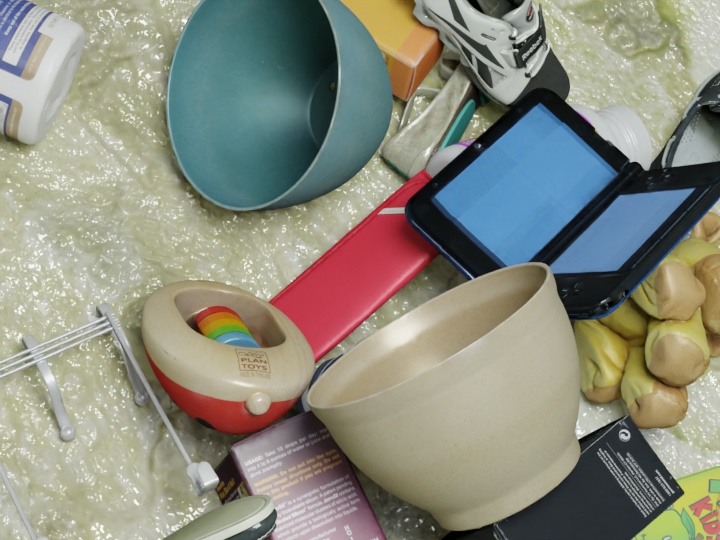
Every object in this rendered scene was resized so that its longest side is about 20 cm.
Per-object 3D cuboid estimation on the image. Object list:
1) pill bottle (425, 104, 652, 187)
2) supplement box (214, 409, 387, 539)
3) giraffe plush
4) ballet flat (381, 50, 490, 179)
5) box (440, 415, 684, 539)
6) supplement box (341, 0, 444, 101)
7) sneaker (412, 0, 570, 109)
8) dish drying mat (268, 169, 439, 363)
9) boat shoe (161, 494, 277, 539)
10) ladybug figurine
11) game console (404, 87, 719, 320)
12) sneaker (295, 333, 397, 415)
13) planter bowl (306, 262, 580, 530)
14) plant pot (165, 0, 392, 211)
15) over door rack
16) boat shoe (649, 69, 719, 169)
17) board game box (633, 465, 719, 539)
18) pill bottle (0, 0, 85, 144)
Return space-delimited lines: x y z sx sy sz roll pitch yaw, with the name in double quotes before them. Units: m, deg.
"pill bottle" 0.161 -0.085 1.324 0.199 0.104 0.105 -22 77 -28
"supplement box" -0.034 0.223 1.169 0.085 0.110 0.201 -21 77 -20
"giraffe plush" 0.276 0.029 1.310 0.161 0.173 0.200 -7 37 -27
"ballet flat" 0.086 -0.167 1.365 0.062 0.068 0.200 27 64 18
"box" 0.143 0.202 1.170 0.141 0.200 0.079 -32 83 -21
"supplement box" -0.022 -0.238 1.346 0.200 0.069 0.067 33 66 7
"sneaker" 0.128 -0.205 1.298 0.200 0.088 0.074 36 68 -30
"dish drying mat" 0.000 0.000 1.261 0.200 0.018 0.077 -41 59 -4
"boat shoe" -0.132 0.233 1.121 0.199 0.075 0.066 -30 95 20
"ladybug figurine" -0.109 0.071 1.183 0.135 0.200 0.072 7 109 -20
"game console" 0.168 -0.062 1.190 0.200 0.170 0.119 -43 111 -29
"sneaker" 0.031 0.091 1.263 0.199 0.108 0.070 -6 66 -47
"planter bowl" 0.079 0.102 1.085 0.200 0.200 0.135 -33 101 -22
"plant pot" -0.049 -0.145 1.272 0.134 0.200 0.201 5 65 -49
"over door rack" -0.221 0.134 1.170 0.147 0.067 0.200 -24 57 -20
"boat shoe" 0.339 -0.133 1.413 0.075 0.060 0.200 35 67 1
"board game box" 0.301 0.225 1.283 0.199 0.048 0.102 -14 74 -18
"pill bottle" -0.341 -0.193 1.243 0.199 0.111 0.111 24 67 -5
